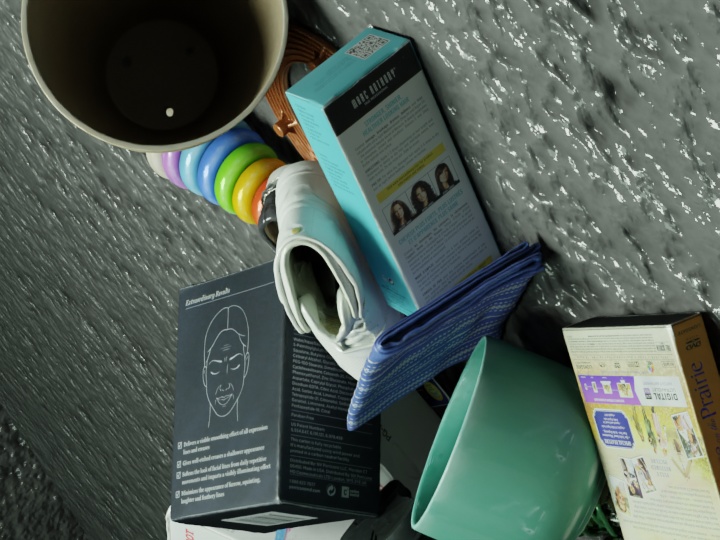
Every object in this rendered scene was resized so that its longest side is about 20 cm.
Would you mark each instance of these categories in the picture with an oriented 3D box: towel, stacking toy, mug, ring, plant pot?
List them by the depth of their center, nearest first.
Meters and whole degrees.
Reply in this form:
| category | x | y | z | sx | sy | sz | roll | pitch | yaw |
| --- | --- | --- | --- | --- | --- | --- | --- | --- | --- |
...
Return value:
| category | x | y | z | sx | sy | sz | roll | pitch | yaw |
| --- | --- | --- | --- | --- | --- | --- | --- | --- | --- |
| towel | 0.059 | 0.054 | 1.291 | 0.024 | 0.145 | 0.200 | 55 | 163 | 14 |
| mug | 0.121 | 0.126 | 1.304 | 0.114 | 0.185 | 0.152 | 22 | 147 | -1 |
| plant pot | -0.152 | -0.166 | 1.338 | 0.187 | 0.187 | 0.200 | 49 | 173 | 2 |
| ring | -0.018 | -0.103 | 1.363 | 0.200 | 0.019 | 0.201 | 44 | 160 | 21 |
| stacking toy | -0.089 | -0.074 | 1.474 | 0.200 | 0.085 | 0.086 | 36 | 156 | 34 |

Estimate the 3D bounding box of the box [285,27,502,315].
| category | x | y | z | sx | sy | sz | roll | pitch | yaw |
| --- | --- | --- | --- | --- | --- | --- | --- | --- | --- |
| box | 0.026 | -0.064 | 1.242 | 0.049 | 0.082 | 0.200 | 27 | 150 | 50 |

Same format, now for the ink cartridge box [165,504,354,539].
| category | x | y | z | sx | sy | sz | roll | pitch | yaw |
| --- | --- | --- | --- | --- | --- | --- | --- | --- | --- |
| ink cartridge box | -0.067 | 0.253 | 1.591 | 0.199 | 0.086 | 0.148 | 25 | 150 | 9 |

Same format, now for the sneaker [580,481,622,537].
| category | x | y | z | sx | sy | sz | roll | pitch | yaw |
| --- | --- | --- | --- | --- | --- | --- | --- | --- | --- |
| sneaker | 0.171 | 0.185 | 1.369 | 0.200 | 0.089 | 0.077 | 15 | 140 | 58 |

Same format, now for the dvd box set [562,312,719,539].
| category | x | y | z | sx | sy | sz | roll | pitch | yaw |
| --- | --- | --- | --- | --- | --- | --- | --- | --- | --- |
| dvd box set | 0.206 | 0.128 | 1.177 | 0.146 | 0.029 | 0.201 | -9 | 99 | 69 |

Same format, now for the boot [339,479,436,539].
| category | x | y | z | sx | sy | sz | roll | pitch | yaw |
| --- | --- | --- | --- | --- | --- | --- | --- | --- | --- |
| boot | 0.072 | 0.253 | 1.419 | 0.168 | 0.076 | 0.200 | 43 | 171 | -5 |

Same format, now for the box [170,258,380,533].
| category | x | y | z | sx | sy | sz | roll | pitch | yaw |
| --- | --- | --- | --- | --- | --- | --- | --- | --- | --- |
| box | -0.069 | 0.105 | 1.446 | 0.107 | 0.201 | 0.148 | 14 | 160 | -39 |

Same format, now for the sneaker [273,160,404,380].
| category | x | y | z | sx | sy | sz | roll | pitch | yaw |
| --- | --- | --- | --- | --- | --- | --- | --- | --- | --- |
| sneaker | -0.018 | 0.032 | 1.296 | 0.116 | 0.073 | 0.200 | -87 | -23 | -55 |

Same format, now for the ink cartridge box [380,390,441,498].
| category | x | y | z | sx | sy | sz | roll | pitch | yaw |
| --- | --- | --- | --- | --- | --- | --- | --- | --- | --- |
| ink cartridge box | -0.020 | 0.158 | 1.581 | 0.200 | 0.084 | 0.145 | -8 | 131 | 47 |

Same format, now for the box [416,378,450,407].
| category | x | y | z | sx | sy | sz | roll | pitch | yaw |
| --- | --- | --- | --- | --- | --- | --- | --- | --- | --- |
| box | 0.007 | 0.035 | 1.540 | 0.200 | 0.032 | 0.121 | 52 | 161 | -6 |

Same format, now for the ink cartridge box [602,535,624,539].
| category | x | y | z | sx | sy | sz | roll | pitch | yaw |
| --- | --- | --- | --- | --- | --- | --- | --- | --- | --- |
| ink cartridge box | 0.217 | 0.267 | 1.423 | 0.200 | 0.059 | 0.104 | 47 | 177 | 8 |

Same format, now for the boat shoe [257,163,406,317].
| category | x | y | z | sx | sy | sz | roll | pitch | yaw |
| --- | --- | --- | --- | --- | --- | --- | --- | --- | --- |
| boat shoe | 0.000 | 0.000 | 1.377 | 0.074 | 0.060 | 0.200 | -28 | 120 | 37 |

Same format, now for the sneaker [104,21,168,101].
| category | x | y | z | sx | sy | sz | roll | pitch | yaw |
| --- | --- | --- | --- | --- | --- | --- | --- | --- | --- |
| sneaker | -0.179 | -0.166 | 1.536 | 0.073 | 0.082 | 0.200 | 39 | 179 | 1 |
